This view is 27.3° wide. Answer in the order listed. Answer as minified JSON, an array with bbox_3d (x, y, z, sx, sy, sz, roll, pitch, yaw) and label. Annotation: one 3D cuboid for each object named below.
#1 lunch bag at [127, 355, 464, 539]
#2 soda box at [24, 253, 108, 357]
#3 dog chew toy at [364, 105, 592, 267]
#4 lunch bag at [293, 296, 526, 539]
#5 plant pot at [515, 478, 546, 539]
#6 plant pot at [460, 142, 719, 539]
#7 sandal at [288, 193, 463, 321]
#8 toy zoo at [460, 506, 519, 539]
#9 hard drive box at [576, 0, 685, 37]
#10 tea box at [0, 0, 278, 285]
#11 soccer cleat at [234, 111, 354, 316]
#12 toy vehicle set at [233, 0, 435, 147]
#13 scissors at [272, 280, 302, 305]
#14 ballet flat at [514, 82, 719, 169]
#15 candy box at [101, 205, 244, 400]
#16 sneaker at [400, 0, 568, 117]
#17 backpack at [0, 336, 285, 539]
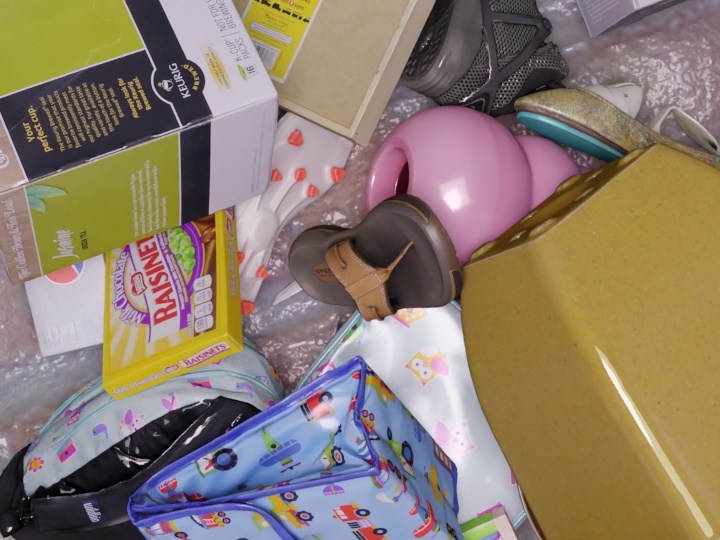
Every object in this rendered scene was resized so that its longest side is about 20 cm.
[{"bbox_3d":[-0.048,0.163,0.995,0.199,0.151,0.095,-23,46,17],"label":"lunch bag"},{"bbox_3d":[-0.223,-0.040,1.102,0.063,0.068,0.202,-13,90,1],"label":"soda box"},{"bbox_3d":[0.104,-0.045,1.056,0.198,0.124,0.126,8,91,-28],"label":"dog chew toy"},{"bbox_3d":[0.051,0.106,1.091,0.200,0.077,0.161,41,93,1],"label":"lunch bag"},{"bbox_3d":[0.189,0.127,1.055,0.198,0.027,0.202,2,85,-26],"label":"plant pot"},{"bbox_3d":[0.177,0.039,0.946,0.194,0.195,0.201,-36,94,-23],"label":"plant pot"},{"bbox_3d":[0.000,0.000,0.997,0.055,0.199,0.082,-40,109,-29],"label":"sandal"},{"bbox_3d":[0.039,0.267,1.058,0.199,0.020,0.132,-25,98,5],"label":"toy zoo"},{"bbox_3d":[0.206,-0.292,1.062,0.155,0.077,0.202,-22,90,-18],"label":"hard drive box"},{"bbox_3d":[-0.182,-0.132,0.994,0.195,0.134,0.201,-20,69,-16],"label":"tea box"},{"bbox_3d":[-0.074,-0.053,1.102,0.069,0.077,0.201,40,75,-35],"label":"soccer cleat"},{"bbox_3d":[-0.053,-0.185,1.077,0.199,0.026,0.125,28,92,25],"label":"toy vehicle set"},{"bbox_3d":[0.022,-0.028,1.121,0.073,0.014,0.200,41,90,-1],"label":"scissors"},{"bbox_3d":[0.201,-0.097,1.074,0.199,0.071,0.071,26,91,-19],"label":"ballet flat"},{"bbox_3d":[-0.135,-0.010,1.049,0.102,0.026,0.201,-24,47,19],"label":"candy box"},{"bbox_3d":[0.106,-0.194,1.094,0.114,0.076,0.201,32,64,-31],"label":"sneaker"},{"bbox_3d":[-0.142,0.132,1.056,0.199,0.127,0.167,-37,132,13],"label":"backpack"}]
